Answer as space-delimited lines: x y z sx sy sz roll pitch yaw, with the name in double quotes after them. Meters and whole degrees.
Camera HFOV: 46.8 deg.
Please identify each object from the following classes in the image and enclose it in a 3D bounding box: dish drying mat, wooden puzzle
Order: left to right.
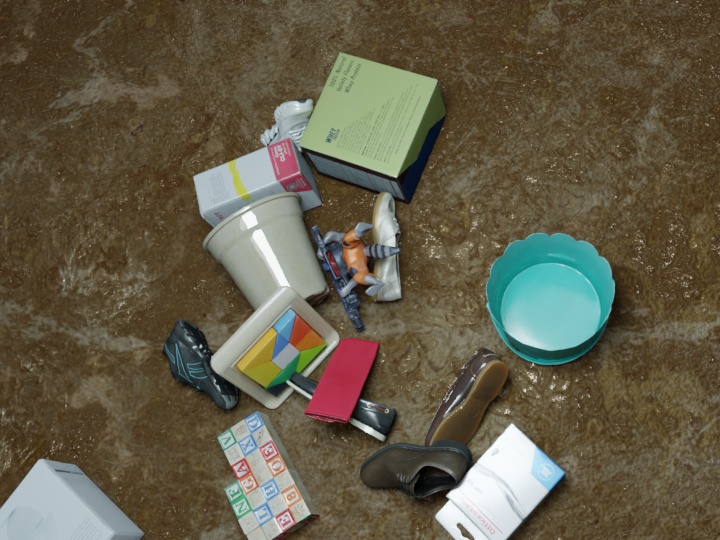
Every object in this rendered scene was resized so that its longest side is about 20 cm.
-0.137 0.140 1.422 0.185 0.200 0.037 -46 50 -4 "wooden puzzle"
-0.028 0.184 1.411 0.076 0.018 0.201 8 36 14 "dish drying mat"

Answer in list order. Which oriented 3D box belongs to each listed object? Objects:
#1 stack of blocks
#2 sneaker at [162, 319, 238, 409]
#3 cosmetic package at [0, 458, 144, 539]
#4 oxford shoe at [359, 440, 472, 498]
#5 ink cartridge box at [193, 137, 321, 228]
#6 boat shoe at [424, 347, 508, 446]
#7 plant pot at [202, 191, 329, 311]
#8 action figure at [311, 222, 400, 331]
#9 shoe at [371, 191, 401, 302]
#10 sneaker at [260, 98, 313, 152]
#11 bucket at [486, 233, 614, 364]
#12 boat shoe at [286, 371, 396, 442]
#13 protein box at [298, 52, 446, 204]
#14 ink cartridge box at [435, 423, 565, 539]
-0.171 0.361 1.432 0.115 0.059 0.201 -32 69 2 "stack of blocks"
-0.293 0.184 1.520 0.079 0.075 0.200 -46 62 11 "sneaker"
-0.525 0.474 1.446 0.199 0.123 0.200 36 83 22 "cosmetic package"
0.077 0.328 1.348 0.199 0.085 0.073 -18 110 30 "oxford shoe"
-0.191 -0.149 1.550 0.198 0.145 0.084 -21 68 6 "ink cartridge box"
0.171 0.222 1.394 0.201 0.070 0.070 -53 32 3 "boat shoe"
-0.152 -0.009 1.489 0.199 0.200 0.185 -30 80 2 "plant pot"
0.000 0.000 1.450 0.104 0.193 0.202 -25 100 -15 "action figure"
0.052 -0.043 1.502 0.053 0.070 0.202 0 81 15 "shoe"
-0.128 -0.256 1.559 0.074 0.200 0.082 -13 77 -23 "sneaker"
0.313 0.051 1.373 0.205 0.135 0.209 -4 71 13 "bucket"
-0.033 0.222 1.436 0.200 0.074 0.064 25 81 13 "boat shoe"
0.026 -0.262 1.540 0.198 0.135 0.200 20 79 18 "protein box"
0.220 0.361 1.334 0.116 0.067 0.200 42 86 20 "ink cartridge box"
